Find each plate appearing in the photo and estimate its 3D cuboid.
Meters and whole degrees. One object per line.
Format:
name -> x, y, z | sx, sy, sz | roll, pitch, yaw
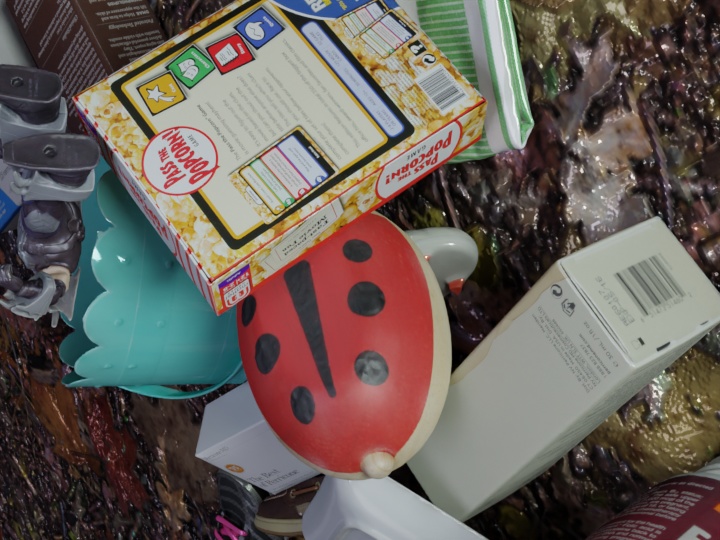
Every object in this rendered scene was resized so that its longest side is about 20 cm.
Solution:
plate -> 0.048, 0.208, 0.786 | 0.198, 0.032, 0.200 | 32, 154, 5

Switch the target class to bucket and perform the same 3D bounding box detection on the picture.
bucket -> -0.148, -0.006, 0.887 | 0.207, 0.133, 0.210 | -175, 90, -71

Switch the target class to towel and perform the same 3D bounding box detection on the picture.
towel -> 0.023, -0.141, 0.776 | 0.199, 0.023, 0.155 | -2, 105, 48

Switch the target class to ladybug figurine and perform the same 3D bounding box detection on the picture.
ladybug figurine -> -0.017, 0.033, 0.716 | 0.135, 0.072, 0.201 | -30, 54, 10

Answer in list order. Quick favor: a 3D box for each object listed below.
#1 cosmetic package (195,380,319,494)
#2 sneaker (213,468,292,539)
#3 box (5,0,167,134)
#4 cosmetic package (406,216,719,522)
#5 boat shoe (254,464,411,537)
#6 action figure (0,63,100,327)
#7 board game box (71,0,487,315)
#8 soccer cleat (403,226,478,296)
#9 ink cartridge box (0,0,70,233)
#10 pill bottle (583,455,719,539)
cosmetic package -> -0.032, 0.104, 0.870 | 0.082, 0.051, 0.199 | 33, 137, -26
sneaker -> -0.113, 0.263, 1.054 | 0.073, 0.087, 0.202 | 21, 121, 41
box -> -0.212, -0.174, 0.989 | 0.100, 0.074, 0.202 | -37, 76, 48
cosmetic package -> 0.113, 0.065, 0.703 | 0.073, 0.103, 0.200 | 55, 137, 16
boat shoe -> -0.021, 0.179, 0.943 | 0.199, 0.071, 0.073 | -21, 60, 58
action figure -> -0.206, -0.046, 0.754 | 0.200, 0.068, 0.132 | 114, 145, -60
board game box -> -0.048, -0.092, 0.708 | 0.152, 0.199, 0.046 | 51, 164, 20
soccer cleat -> 0.000, 0.000, 0.833 | 0.199, 0.069, 0.078 | -25, 46, 40
ink cartridge box -> -0.330, -0.159, 1.117 | 0.146, 0.084, 0.202 | -34, 81, 50
pill bottle -> 0.167, 0.176, 0.615 | 0.113, 0.199, 0.116 | 22, 123, 40
